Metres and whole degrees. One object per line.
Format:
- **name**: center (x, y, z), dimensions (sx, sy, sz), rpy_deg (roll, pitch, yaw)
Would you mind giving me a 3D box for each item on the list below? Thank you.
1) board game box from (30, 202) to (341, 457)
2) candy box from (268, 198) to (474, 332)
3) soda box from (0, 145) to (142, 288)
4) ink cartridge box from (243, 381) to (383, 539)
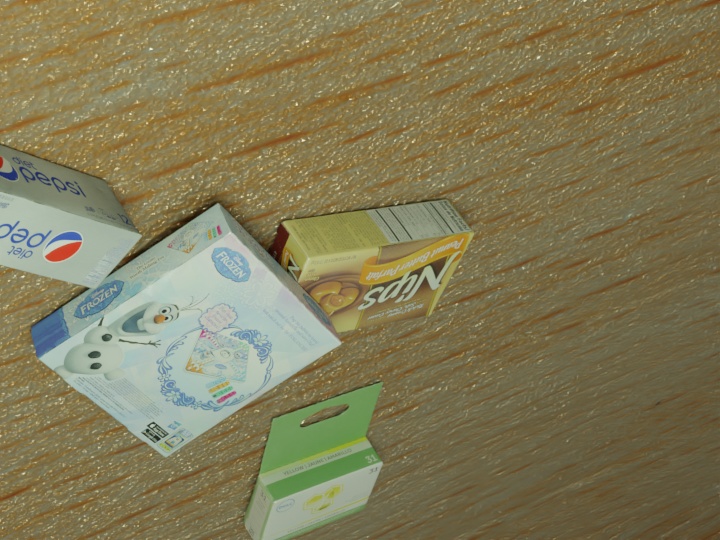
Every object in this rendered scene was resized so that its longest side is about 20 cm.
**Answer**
- **board game box**: center (-0.149, 0.057, 1.448), dimensions (0.199, 0.043, 0.200), rpy_deg (-32, 138, 9)
- **candy box**: center (0.000, 0.000, 1.565), dimensions (0.200, 0.055, 0.116), rpy_deg (-10, 141, -37)
- **soda box**: center (-0.259, -0.046, 1.224), dimensions (0.063, 0.068, 0.200), rpy_deg (-47, 148, 16)
- **ink cartridge box**: center (-0.044, 0.219, 1.835), dimensions (0.145, 0.048, 0.200), rpy_deg (-17, 147, -28)
